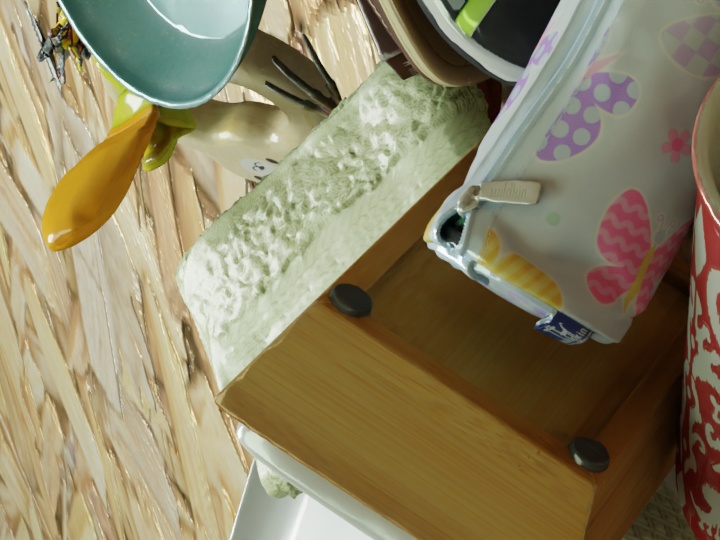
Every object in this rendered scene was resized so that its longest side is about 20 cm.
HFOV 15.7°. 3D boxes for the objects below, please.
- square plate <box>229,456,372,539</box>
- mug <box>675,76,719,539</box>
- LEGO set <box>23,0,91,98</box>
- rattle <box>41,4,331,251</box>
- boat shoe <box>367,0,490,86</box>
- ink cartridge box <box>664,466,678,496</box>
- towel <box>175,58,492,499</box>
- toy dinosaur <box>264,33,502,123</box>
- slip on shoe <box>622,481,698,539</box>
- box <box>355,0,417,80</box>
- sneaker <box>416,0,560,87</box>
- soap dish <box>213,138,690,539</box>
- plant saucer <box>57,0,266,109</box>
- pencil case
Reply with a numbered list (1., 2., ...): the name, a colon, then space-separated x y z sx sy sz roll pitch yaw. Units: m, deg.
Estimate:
1. square plate: 0.011 0.098 1.241 0.200 0.028 0.199 4 75 57
2. mug: 0.165 0.036 0.960 0.133 0.177 0.200 36 149 25
3. LEGO set: -0.192 -0.217 1.615 0.201 0.116 0.154 67 158 4
4. rattle: -0.060 -0.040 1.332 0.200 0.130 0.143 48 -143 -51
5. boat shoe: 0.006 -0.166 1.086 0.201 0.072 0.072 66 156 2
6. ink cartridge box: 0.088 0.164 1.215 0.146 0.086 0.200 47 112 42
7. towel: 0.000 0.000 1.213 0.200 0.036 0.149 -42 63 27
8. toy dinosaur: 0.059 -0.071 1.276 0.200 0.105 0.182 30 138 5
9. slip on shoe: 0.077 0.093 1.117 0.200 0.074 0.061 41 114 20
10. box: 0.019 -0.197 1.152 0.075 0.100 0.201 31 -144 -80
11. sneaker: 0.047 -0.162 1.004 0.200 0.072 0.083 63 156 -5
12. soap dish: 0.057 0.037 1.046 0.157 0.200 0.081 33 125 10
13. plant saucer: -0.095 -0.175 1.209 0.200 0.036 0.201 34 135 42
14. pencil case: 0.101 -0.073 0.973 0.091 0.200 0.083 29 -178 -28
